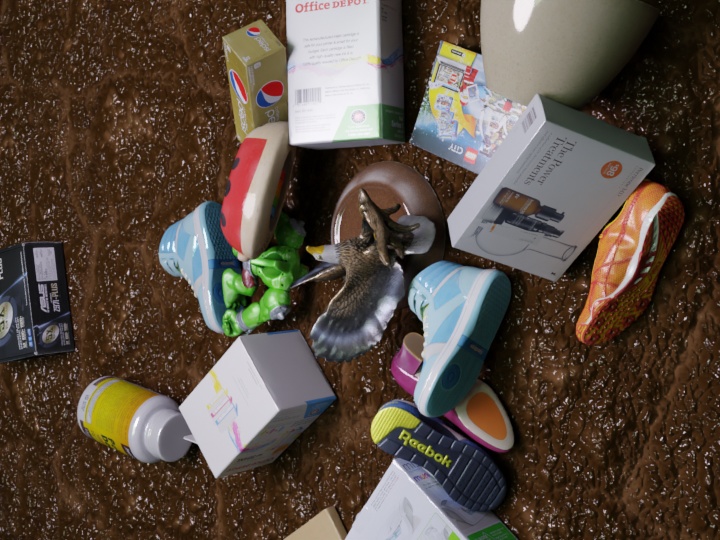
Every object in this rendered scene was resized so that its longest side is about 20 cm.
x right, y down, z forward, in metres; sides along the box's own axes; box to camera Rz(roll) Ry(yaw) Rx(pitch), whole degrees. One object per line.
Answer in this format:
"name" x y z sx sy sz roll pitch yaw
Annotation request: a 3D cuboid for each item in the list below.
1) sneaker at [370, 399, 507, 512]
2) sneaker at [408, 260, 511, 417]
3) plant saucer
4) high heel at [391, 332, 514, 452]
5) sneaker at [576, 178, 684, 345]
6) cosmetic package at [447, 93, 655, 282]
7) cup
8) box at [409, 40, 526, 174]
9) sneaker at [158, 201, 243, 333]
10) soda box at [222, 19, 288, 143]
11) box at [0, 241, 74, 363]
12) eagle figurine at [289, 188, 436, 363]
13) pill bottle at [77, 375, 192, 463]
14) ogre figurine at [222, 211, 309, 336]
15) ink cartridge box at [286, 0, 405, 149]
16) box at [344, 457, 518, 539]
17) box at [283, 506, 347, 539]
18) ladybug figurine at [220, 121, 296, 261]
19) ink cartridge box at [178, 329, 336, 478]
"sneaker" 0.103 0.228 1.367 0.199 0.082 0.074 37 98 -5
"sneaker" 0.097 0.079 1.360 0.129 0.079 0.202 20 75 41
"plant saucer" 0.026 -0.047 1.462 0.198 0.036 0.205 3 94 39
"high heel" 0.116 0.174 1.395 0.199 0.067 0.097 40 148 17
"sneaker" 0.300 -0.007 1.228 0.077 0.072 0.203 46 116 51
"cosmetic package" 0.211 -0.087 1.212 0.201 0.148 0.052 -56 29 38
"cup" 0.211 -0.254 1.189 0.199 0.199 0.145 32 109 34
"box" 0.163 -0.190 1.339 0.198 0.037 0.139 30 110 35
"sneaker" -0.250 0.008 1.660 0.129 0.079 0.204 -20 70 37
"soda box" -0.141 -0.245 1.503 0.068 0.063 0.201 51 160 29
"box" -0.614 0.060 1.967 0.162 0.085 0.204 -11 85 40
"eagle figurine" -0.007 -0.003 1.388 0.149 0.152 0.202 30 132 8
"pill bottle" -0.364 0.246 1.752 0.198 0.108 0.112 13 100 39
"ogre figurine" -0.139 -0.003 1.556 0.118 0.098 0.203 7 64 39
"ink cartridge box" -0.019 -0.271 1.444 0.142 0.084 0.204 -1 92 27
"box" 0.077 0.370 1.399 0.176 0.096 0.202 43 118 30
"box" -0.049 0.468 1.557 0.163 0.021 0.202 -42 66 33
"ladybug figurine" -0.143 -0.112 1.476 0.071 0.136 0.204 14 76 4
"ink cartridge box" -0.157 0.200 1.567 0.200 0.127 0.126 -48 64 31
